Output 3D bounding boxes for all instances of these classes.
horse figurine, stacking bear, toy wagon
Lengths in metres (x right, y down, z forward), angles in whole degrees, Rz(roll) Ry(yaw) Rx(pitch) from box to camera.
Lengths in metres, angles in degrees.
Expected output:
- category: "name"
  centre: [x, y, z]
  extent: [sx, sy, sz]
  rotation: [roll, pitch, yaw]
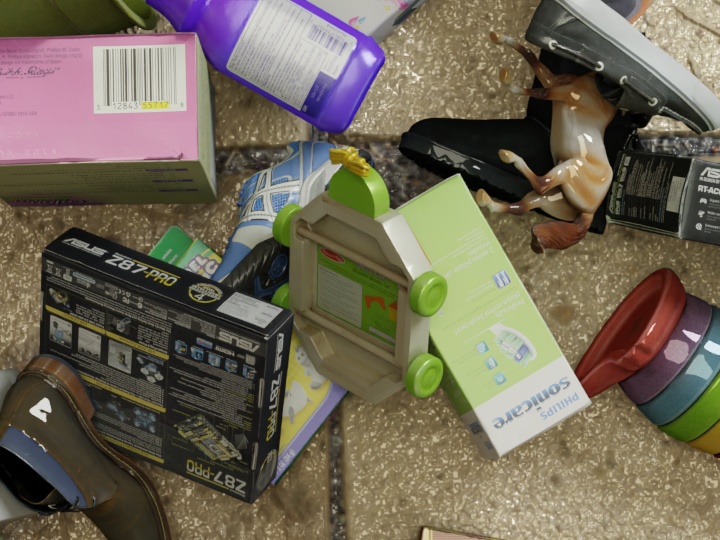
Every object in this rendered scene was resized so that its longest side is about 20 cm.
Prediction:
- category: "horse figurine"
  centre: [0.155, -0.100, 1.410]
  extent: [0.131, 0.050, 0.202]
  rotation: [13, 72, -30]
- category: "stacking bear"
  centre: [0.284, 0.101, 1.438]
  extent: [0.199, 0.121, 0.114]
  rotation: [38, 59, -6]
- category: "toy wagon"
  centre: [0.000, 0.000, 1.349]
  extent: [0.154, 0.039, 0.202]
  rotation: [26, 127, 36]

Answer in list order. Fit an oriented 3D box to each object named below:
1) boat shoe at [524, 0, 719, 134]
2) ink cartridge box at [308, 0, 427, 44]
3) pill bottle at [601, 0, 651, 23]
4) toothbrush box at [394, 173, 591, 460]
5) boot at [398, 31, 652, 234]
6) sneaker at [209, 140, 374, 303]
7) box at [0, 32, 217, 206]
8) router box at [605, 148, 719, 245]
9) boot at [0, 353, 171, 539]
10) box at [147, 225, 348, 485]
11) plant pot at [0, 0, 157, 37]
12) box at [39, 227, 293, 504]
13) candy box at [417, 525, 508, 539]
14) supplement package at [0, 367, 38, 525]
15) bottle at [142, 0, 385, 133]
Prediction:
- category: "boat shoe"
  centre: [0.200, -0.152, 1.387]
  extent: [0.199, 0.069, 0.057]
  rotation: [32, 99, -33]
- category: "ink cartridge box"
  centre: [0.012, -0.261, 1.462]
  extent: [0.200, 0.067, 0.117]
  rotation: [-41, 85, 16]
- category: "pill bottle"
  centre: [0.176, -0.285, 1.442]
  extent: [0.105, 0.107, 0.202]
  rotation: [-9, 57, -1]
- category: "toothbrush box"
  centre: [0.086, 0.041, 1.422]
  extent: [0.086, 0.146, 0.201]
  rotation: [-28, 84, -4]
- category: "boot"
  centre: [0.145, -0.134, 1.478]
  extent: [0.196, 0.073, 0.164]
  rotation: [20, 86, -6]
- category: "sneaker"
  centre: [-0.070, -0.027, 1.448]
  extent: [0.077, 0.076, 0.200]
  rotation: [22, 55, 29]
- category: "box"
  centre: [-0.203, -0.112, 1.408]
  extent: [0.174, 0.200, 0.098]
  rotation: [-2, 83, 0]
- category: "router box"
  centre: [0.308, -0.045, 1.406]
  extent: [0.198, 0.150, 0.063]
  rotation: [9, 93, -14]
- category: "boot"
  centre: [-0.221, 0.173, 1.402]
  extent: [0.074, 0.097, 0.201]
  rotation: [-18, 112, 33]
- category: "box"
  centre: [-0.110, 0.065, 1.467]
  extent: [0.199, 0.048, 0.118]
  rotation: [38, 84, 5]
- category: "plant pot"
  centre: [-0.290, -0.235, 1.443]
  extent: [0.189, 0.200, 0.201]
  rotation: [-28, 84, 9]
- category: "box"
  centre: [-0.153, 0.073, 1.396]
  extent: [0.198, 0.049, 0.163]
  rotation: [19, 122, 18]
- category: "candy box"
  centre: [0.134, 0.276, 1.441]
  extent: [0.198, 0.056, 0.118]
  rotation: [11, 84, -1]
- category: "supplement package"
  centre: [-0.335, 0.148, 1.366]
  extent: [0.116, 0.200, 0.118]
  rotation: [-19, 83, 17]
- category: "bottle"
  centre: [-0.081, -0.185, 1.417]
  extent: [0.199, 0.065, 0.084]
  rotation: [29, 97, 0]
